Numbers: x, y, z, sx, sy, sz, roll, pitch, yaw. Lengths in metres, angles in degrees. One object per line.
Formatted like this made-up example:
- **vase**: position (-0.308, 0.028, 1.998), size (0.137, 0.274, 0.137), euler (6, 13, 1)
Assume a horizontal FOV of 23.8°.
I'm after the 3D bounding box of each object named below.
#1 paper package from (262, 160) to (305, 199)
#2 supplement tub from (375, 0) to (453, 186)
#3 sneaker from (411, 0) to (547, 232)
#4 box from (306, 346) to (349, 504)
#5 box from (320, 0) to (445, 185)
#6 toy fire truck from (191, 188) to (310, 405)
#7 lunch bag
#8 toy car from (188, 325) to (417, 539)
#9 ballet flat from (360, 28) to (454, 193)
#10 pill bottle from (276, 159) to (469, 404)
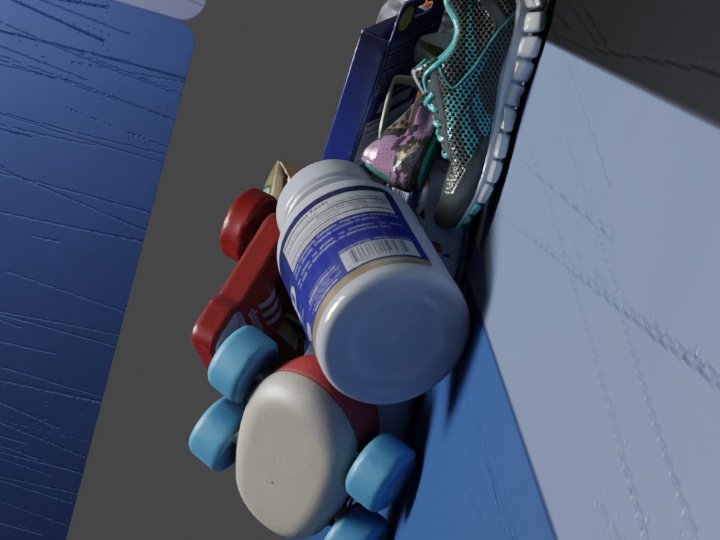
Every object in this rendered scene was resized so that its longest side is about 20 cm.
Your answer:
- **paper package**: position (-0.031, -0.023, 1.896), size (0.200, 0.189, 0.104), euler (121, 164, -74)
- **supplement tub**: position (0.061, -0.178, 1.636), size (0.123, 0.121, 0.202), euler (-83, 9, -70)
- **sneaker**: position (0.080, -0.132, 1.347), size (0.078, 0.090, 0.202), euler (-95, 21, -84)
- **box**: position (-0.042, 0.182, 1.898), size (0.201, 0.100, 0.113), euler (110, 175, -53)
- **box**: position (0.017, -0.151, 1.465), size (0.121, 0.032, 0.201), euler (-36, -31, -61)
- **toy fire truck**: position (-0.084, 0.039, 1.526), size (0.169, 0.111, 0.200), euler (-57, -20, -20)
- **lunch bag**: position (0.049, -0.010, 1.493), size (0.200, 0.075, 0.162), euler (122, 161, -83)
- **toy car**: position (-0.011, 0.120, 1.469), size (0.200, 0.184, 0.178), euler (-38, -24, -42)
- **ballet flat**: position (0.063, -0.152, 1.421), size (0.201, 0.071, 0.069), euler (-56, -13, -27)
- **pill bottle**: position (0.000, 0.000, 1.327), size (0.200, 0.119, 0.121), euler (-117, 38, -54)
